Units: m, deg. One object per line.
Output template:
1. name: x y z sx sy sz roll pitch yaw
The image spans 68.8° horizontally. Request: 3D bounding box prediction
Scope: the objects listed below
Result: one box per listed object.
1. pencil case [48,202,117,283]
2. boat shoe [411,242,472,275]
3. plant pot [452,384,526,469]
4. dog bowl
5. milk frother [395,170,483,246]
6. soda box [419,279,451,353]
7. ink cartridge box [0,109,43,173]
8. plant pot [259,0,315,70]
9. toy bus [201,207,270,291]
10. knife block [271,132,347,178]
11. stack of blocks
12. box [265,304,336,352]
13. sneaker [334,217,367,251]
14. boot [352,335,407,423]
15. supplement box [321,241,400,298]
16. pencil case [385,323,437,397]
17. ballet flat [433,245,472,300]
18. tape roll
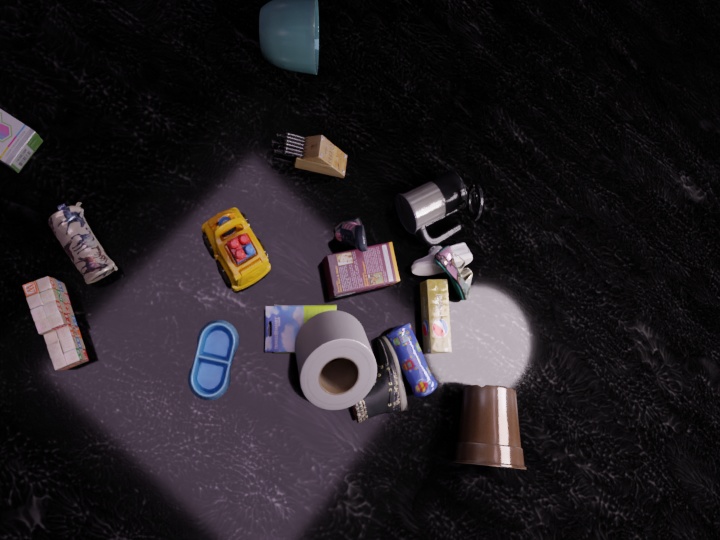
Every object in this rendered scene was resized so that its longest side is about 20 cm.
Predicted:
1. pencil case: -0.685 -0.065 1.303 0.088 0.078 0.203 -33 89 3
2. boat shoe: 0.233 -0.039 1.538 0.193 0.073 0.071 -15 65 -10
3. plant pot: 0.352 0.425 1.433 0.192 0.200 0.206 10 71 -12
4. dog bowl: -0.377 0.228 1.348 0.107 0.050 0.208 14 77 -11
5. milk frother: 0.227 -0.184 1.484 0.184 0.200 0.185 -26 81 -16
6. soda box: 0.214 0.131 1.503 0.065 0.064 0.209 0 81 -14
7. ink cartridge box: -0.912 -0.347 1.302 0.197 0.059 0.106 33 75 -7
8. plant pot: -0.198 -0.660 1.468 0.154 0.201 0.209 2 80 -1
9. toy bus: -0.320 -0.070 1.338 0.133 0.192 0.204 -30 87 -15
10. knife block: -0.153 -0.325 1.496 0.170 0.198 0.067 2 77 33
11. stack of blocks: -0.717 0.128 1.245 0.057 0.115 0.207 -19 86 -15
12. box: -0.160 0.157 1.413 0.192 0.048 0.127 1 81 -15
13. sneaker: -0.026 -0.089 1.420 0.079 0.200 0.073 -12 105 -3
14. boot: 0.036 0.297 1.428 0.148 0.073 0.211 -14 85 -13
15. supplement box: 0.000 0.000 1.460 0.193 0.086 0.115 -12 84 -16
16. pencil case: 0.144 0.249 1.460 0.076 0.086 0.206 -27 87 25
17. ballet flat: 0.276 0.005 1.494 0.071 0.069 0.201 -39 126 1
18. tape roll: -0.065 0.226 1.335 0.194 0.140 0.210 -5 115 -11
